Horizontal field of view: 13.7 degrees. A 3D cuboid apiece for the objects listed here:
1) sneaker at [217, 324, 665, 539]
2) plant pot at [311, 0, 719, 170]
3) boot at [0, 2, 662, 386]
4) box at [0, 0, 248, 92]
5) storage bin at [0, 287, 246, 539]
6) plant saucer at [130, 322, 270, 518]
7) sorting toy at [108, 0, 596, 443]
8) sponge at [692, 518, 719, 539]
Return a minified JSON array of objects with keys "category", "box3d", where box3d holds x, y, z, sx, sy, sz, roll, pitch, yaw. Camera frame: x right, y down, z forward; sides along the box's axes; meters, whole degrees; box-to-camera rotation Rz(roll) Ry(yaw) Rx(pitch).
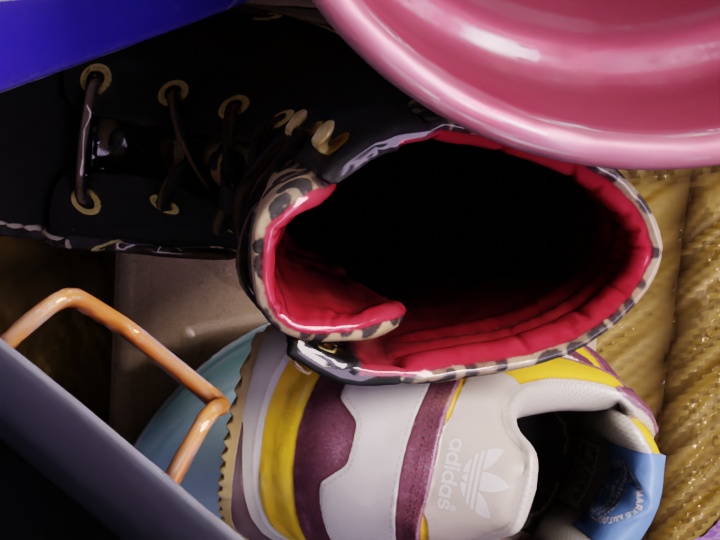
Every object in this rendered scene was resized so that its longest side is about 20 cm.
[{"category":"sneaker","box3d":[0.044,0.054,0.777,0.200,0.090,0.075,1,101,-63]},{"category":"plant pot","box3d":[0.057,-0.144,0.692,0.199,0.179,0.200,-3,111,-9]},{"category":"boot","box3d":[-0.034,-0.024,0.729,0.200,0.151,0.073,4,105,-18]},{"category":"box","box3d":[-0.129,-0.137,0.664,0.184,0.105,0.200,-23,121,-32]},{"category":"storage bin","box3d":[-0.083,0.080,0.690,0.146,0.200,0.134,-52,165,-2]},{"category":"plant saucer","box3d":[-0.008,0.110,0.839,0.200,0.027,0.201,3,85,-41]},{"category":"sorting toy","box3d":[0.000,0.000,0.882,0.185,0.036,0.200,-11,109,-38]},{"category":"sponge","box3d":[0.096,0.168,1.031,0.200,0.030,0.112,-33,124,-26]}]
